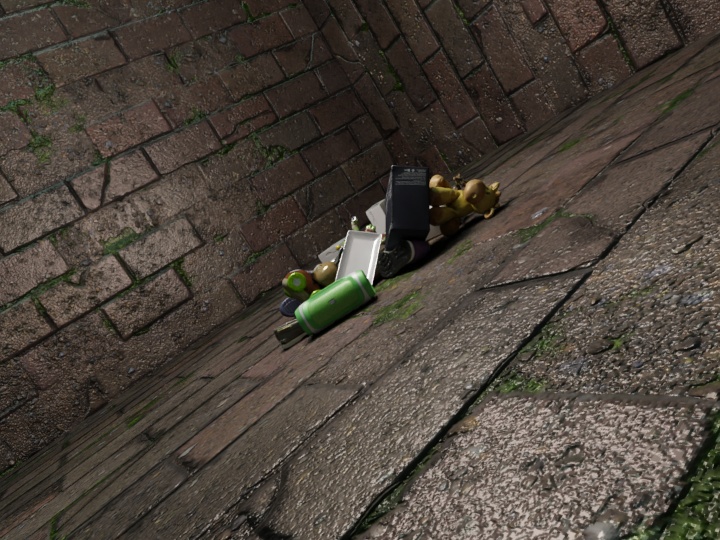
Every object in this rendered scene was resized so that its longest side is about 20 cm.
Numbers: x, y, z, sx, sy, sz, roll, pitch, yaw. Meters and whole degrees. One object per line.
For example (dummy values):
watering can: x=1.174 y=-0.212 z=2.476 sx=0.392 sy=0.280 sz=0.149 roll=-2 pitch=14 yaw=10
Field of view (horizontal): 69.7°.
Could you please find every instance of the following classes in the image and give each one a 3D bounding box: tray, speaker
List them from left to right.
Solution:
speaker: x=-0.063 y=0.081 z=1.303 sx=0.199 sy=0.089 sz=0.088 roll=-32 pitch=7 yaw=4
tray: x=-0.003 y=-0.029 z=1.501 sx=0.107 sy=0.022 sz=0.201 roll=6 pitch=56 yaw=10

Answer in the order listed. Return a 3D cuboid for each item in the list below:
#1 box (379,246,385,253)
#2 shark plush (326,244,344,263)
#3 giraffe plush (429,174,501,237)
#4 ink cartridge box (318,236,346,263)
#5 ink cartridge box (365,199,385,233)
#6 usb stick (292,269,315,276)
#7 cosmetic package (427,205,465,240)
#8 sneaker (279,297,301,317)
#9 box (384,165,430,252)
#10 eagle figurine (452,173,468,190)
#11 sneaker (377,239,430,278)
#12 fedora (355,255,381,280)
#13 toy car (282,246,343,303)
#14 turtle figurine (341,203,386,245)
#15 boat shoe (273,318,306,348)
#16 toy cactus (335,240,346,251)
box: x=0.065 y=-0.042 z=1.755 sx=0.199 sy=0.038 sz=0.137 roll=-28 pitch=9 yaw=32
shark plush: x=-0.082 y=0.007 z=1.729 sx=0.200 sy=0.091 sz=0.083 roll=-42 pitch=-12 yaw=-10
giraffe plush: x=0.298 y=-0.188 z=1.432 sx=0.162 sy=0.174 sz=0.199 roll=-12 pitch=-15 yaw=42
ink cartridge box: x=-0.110 y=-0.105 z=2.731 sx=0.146 sy=0.083 sz=0.200 roll=-27 pitch=8 yaw=35
ink cartridge box: x=0.112 y=-0.272 z=2.654 sx=0.083 sy=0.146 sz=0.200 roll=-27 pitch=9 yaw=17
usb stick: x=-0.127 y=0.024 z=1.670 sx=0.199 sy=0.056 sz=0.033 roll=-4 pitch=1 yaw=-5
cosmetic package: x=0.230 y=-0.157 z=1.641 sx=0.199 sy=0.085 sz=0.108 roll=-24 pitch=13 yaw=42
sneaker: x=-0.202 y=0.108 z=1.782 sx=0.200 sy=0.074 sz=0.082 roll=-29 pitch=2 yaw=-41
box: x=0.126 y=-0.160 z=1.429 sx=0.103 sy=0.183 sz=0.200 roll=3 pitch=-17 yaw=-1
eagle figurine: x=0.320 y=-0.262 z=1.922 sx=0.151 sy=0.151 sz=0.201 roll=11 pitch=-60 yaw=-37
sneaker: x=0.121 y=-0.031 z=1.415 sx=0.087 sy=0.076 sz=0.200 roll=-9 pitch=-9 yaw=-28
fedora: x=0.000 y=0.000 z=1.574 sx=0.200 sy=0.082 sz=0.201 roll=-32 pitch=7 yaw=4
toy car: x=-0.119 y=0.014 z=1.533 sx=0.200 sy=0.158 sz=0.164 roll=-53 pitch=3 yaw=-15
turtle figurine: x=0.048 y=-0.141 z=1.705 sx=0.143 sy=0.201 sz=0.194 roll=-15 pitch=3 yaw=13
boat shoe: x=-0.137 y=0.131 z=1.382 sx=0.201 sy=0.060 sz=0.072 roll=-33 pitch=7 yaw=-4
toy cactus: x=-0.062 y=-0.026 z=1.828 sx=0.165 sy=0.102 sz=0.200 roll=-55 pitch=-11 yaw=-28
